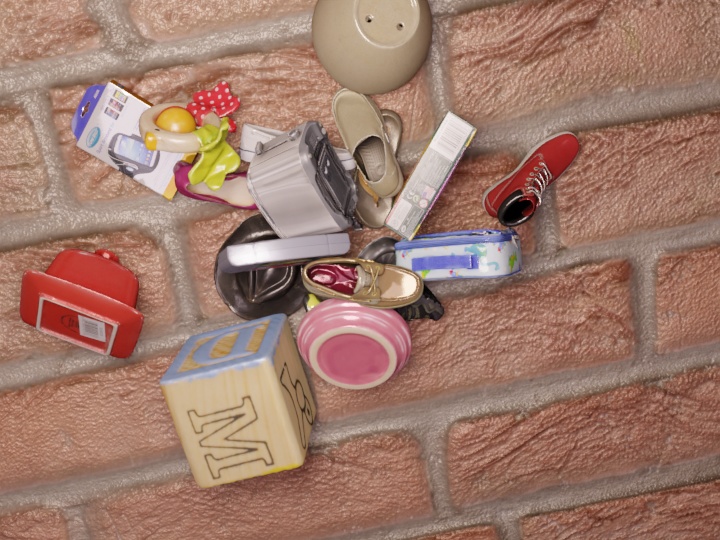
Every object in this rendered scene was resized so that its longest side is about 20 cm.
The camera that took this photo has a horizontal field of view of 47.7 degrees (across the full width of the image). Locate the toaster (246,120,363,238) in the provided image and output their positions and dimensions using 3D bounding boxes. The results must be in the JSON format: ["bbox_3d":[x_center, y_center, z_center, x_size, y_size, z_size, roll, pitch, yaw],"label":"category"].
[{"bbox_3d":[-0.089,-0.129,1.281,0.127,0.115,0.201,-13,131,25],"label":"toaster"}]

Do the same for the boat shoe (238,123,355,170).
[{"bbox_3d":[-0.102,-0.205,1.343,0.196,0.074,0.067,5,111,-9],"label":"boat shoe"}]

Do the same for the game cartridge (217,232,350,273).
[{"bbox_3d":[-0.121,-0.028,1.293,0.196,0.133,0.042,-7,83,-18],"label":"game cartridge"}]

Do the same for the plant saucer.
[{"bbox_3d":[-0.011,0.132,1.373,0.196,0.051,0.203,2,131,3],"label":"plant saucer"}]

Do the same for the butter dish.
[{"bbox_3d":[-0.443,0.032,1.347,0.196,0.150,0.200,23,145,-12],"label":"butter dish"}]

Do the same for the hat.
[{"bbox_3d":[-0.158,0.007,1.395,0.196,0.081,0.205,-2,108,-6],"label":"hat"}]

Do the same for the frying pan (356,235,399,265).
[{"bbox_3d":[0.010,-0.014,1.383,0.189,0.031,0.116,21,105,-51],"label":"frying pan"}]

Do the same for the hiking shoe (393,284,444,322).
[{"bbox_3d":[0.062,0.061,1.420,0.198,0.076,0.101,23,112,-40],"label":"hiking shoe"}]

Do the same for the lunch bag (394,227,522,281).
[{"bbox_3d":[0.162,-0.023,1.348,0.196,0.160,0.084,-4,93,28],"label":"lunch bag"}]

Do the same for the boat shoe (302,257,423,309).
[{"bbox_3d":[0.002,0.019,1.284,0.195,0.066,0.076,3,83,5],"label":"boat shoe"}]

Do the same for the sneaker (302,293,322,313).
[{"bbox_3d":[-0.019,0.093,1.443,0.090,0.078,0.199,-46,117,8],"label":"sneaker"}]

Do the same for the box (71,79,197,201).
[{"bbox_3d":[-0.366,-0.218,1.330,0.198,0.042,0.120,31,101,-11],"label":"box"}]

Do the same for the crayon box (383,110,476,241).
[{"bbox_3d":[0.114,-0.157,1.325,0.058,0.173,0.202,31,101,0],"label":"crayon box"}]

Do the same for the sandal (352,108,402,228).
[{"bbox_3d":[0.030,-0.169,1.377,0.079,0.054,0.204,9,105,-9],"label":"sandal"}]

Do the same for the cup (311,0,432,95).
[{"bbox_3d":[0.028,-0.382,1.250,0.196,0.143,0.205,-1,95,-8],"label":"cup"}]

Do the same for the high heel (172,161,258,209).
[{"bbox_3d":[-0.208,-0.129,1.325,0.197,0.096,0.068,20,106,-29],"label":"high heel"}]

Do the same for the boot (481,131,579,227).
[{"bbox_3d":[0.303,-0.151,1.366,0.199,0.144,0.073,-40,105,5],"label":"boot"}]

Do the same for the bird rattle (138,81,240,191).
[{"bbox_3d":[-0.260,-0.229,1.256,0.160,0.202,0.114,1,135,-18],"label":"bird rattle"}]

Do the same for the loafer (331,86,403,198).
[{"bbox_3d":[0.010,-0.216,1.322,0.075,0.068,0.203,-29,80,11],"label":"loafer"}]

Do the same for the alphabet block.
[{"bbox_3d":[-0.199,0.217,1.384,0.192,0.196,0.204,-13,107,10],"label":"alphabet block"}]
